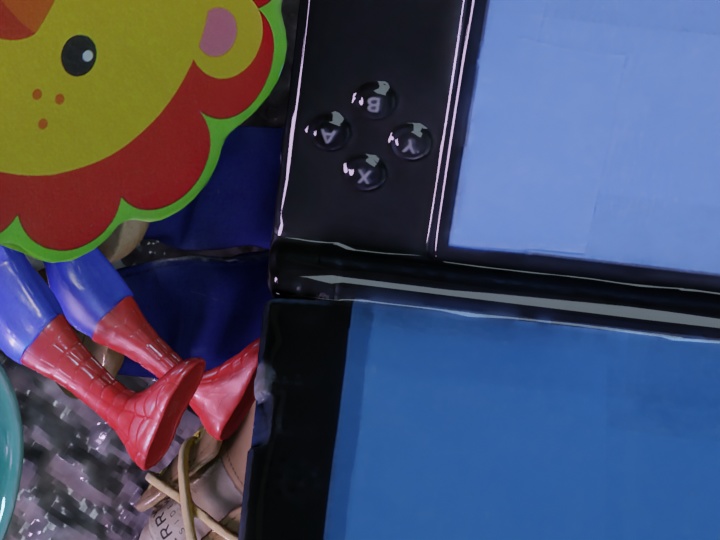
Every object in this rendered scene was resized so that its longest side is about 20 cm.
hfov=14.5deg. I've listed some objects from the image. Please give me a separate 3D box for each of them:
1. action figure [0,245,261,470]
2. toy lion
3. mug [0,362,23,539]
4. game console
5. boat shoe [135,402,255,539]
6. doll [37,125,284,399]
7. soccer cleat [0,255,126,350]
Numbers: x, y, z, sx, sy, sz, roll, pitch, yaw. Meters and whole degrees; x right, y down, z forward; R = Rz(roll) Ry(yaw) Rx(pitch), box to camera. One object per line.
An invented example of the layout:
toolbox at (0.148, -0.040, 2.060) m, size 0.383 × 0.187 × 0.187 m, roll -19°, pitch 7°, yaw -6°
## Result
action figure at (-0.108, -0.030, 0.730) m, size 0.200 × 0.065 × 0.052 m, roll 36°, pitch 118°, yaw 18°
toy lion at (-0.108, -0.070, 0.618) m, size 0.192 × 0.069 × 0.200 m, roll -53°, pitch 128°, yaw -13°
mug at (-0.188, 0.059, 0.746) m, size 0.152 × 0.114 × 0.185 m, roll 4°, pitch 118°, yaw -50°
game console at (0.078, 0.009, 0.659) m, size 0.200 × 0.118 × 0.171 m, roll 6°, pitch 121°, yaw -3°
boat shoe at (-0.029, 0.080, 0.789) m, size 0.066 × 0.074 × 0.200 m, roll -4°, pitch 130°, yaw -29°
doll at (0.000, 0.000, 0.828) m, size 0.200 × 0.048 × 0.137 m, roll -3°, pitch 115°, yaw -36°
soccer cleat at (-0.087, -0.076, 0.802) m, size 0.085 × 0.069 × 0.200 m, roll -1°, pitch 100°, yaw -27°
